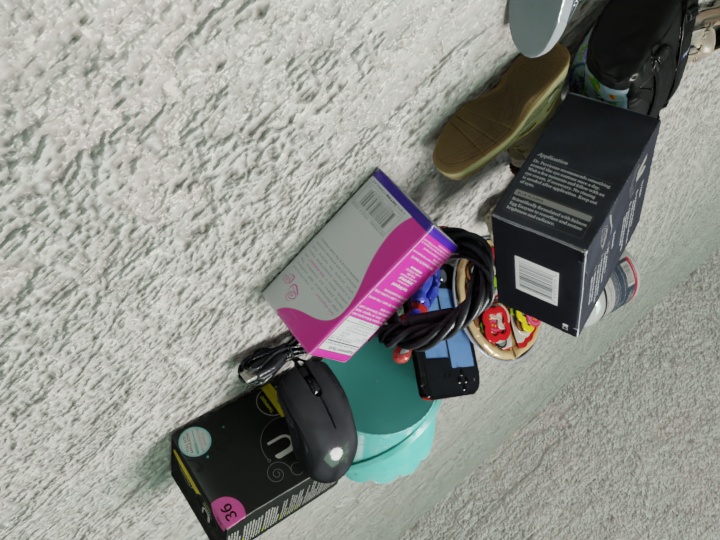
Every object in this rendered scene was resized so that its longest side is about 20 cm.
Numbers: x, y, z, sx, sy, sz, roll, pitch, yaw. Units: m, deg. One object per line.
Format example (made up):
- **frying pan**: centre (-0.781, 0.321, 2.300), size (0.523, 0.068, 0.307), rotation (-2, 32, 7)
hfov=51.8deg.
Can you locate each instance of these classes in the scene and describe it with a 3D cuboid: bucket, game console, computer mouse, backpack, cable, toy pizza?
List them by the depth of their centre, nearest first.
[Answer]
- **cable**: centre (0.078, 0.023, 0.902), size (0.051, 0.199, 0.164), rotation (44, 66, -34)
- **backpack**: centre (0.330, -0.247, 0.911), size (0.164, 0.153, 0.200), rotation (-57, 143, -6)
- **computer mouse**: centre (-0.060, 0.178, 0.953), size (0.138, 0.201, 0.053), rotation (-25, -178, -36)
- **game console**: centre (0.116, 0.084, 1.076), size (0.031, 0.201, 0.177), rotation (-16, 167, 27)
- **bucket**: centre (0.024, 0.199, 1.111), size (0.207, 0.207, 0.135), rotation (-30, 148, -23)
- **toy pizza**: centre (0.222, 0.043, 1.155), size (0.200, 0.201, 0.032), rotation (-19, 178, -39)

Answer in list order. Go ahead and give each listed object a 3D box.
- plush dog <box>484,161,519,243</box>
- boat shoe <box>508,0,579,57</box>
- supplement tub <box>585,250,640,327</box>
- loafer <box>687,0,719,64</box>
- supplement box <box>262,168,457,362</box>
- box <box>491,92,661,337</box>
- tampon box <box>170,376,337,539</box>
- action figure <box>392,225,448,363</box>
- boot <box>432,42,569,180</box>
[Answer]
- **plush dog**: centre (0.294, -0.118, 1.077), size (0.199, 0.160, 0.173), rotation (-25, 124, -35)
- **boat shoe**: centre (0.211, -0.302, 0.716), size (0.091, 0.071, 0.201), rotation (-25, 148, -24)
- **supplement tub**: centre (0.477, 0.035, 1.555), size (0.199, 0.140, 0.141), rotation (-23, 149, -34)
- **loafer**: centre (0.506, -0.343, 1.082), size (0.199, 0.063, 0.072), rotation (-30, 152, -23)
- **supplement box**: centre (0.000, 0.000, 0.864), size (0.200, 0.101, 0.103), rotation (-45, 154, 8)
- **box**: centre (0.254, -0.063, 0.886), size (0.200, 0.117, 0.197), rotation (-54, 153, -21)
- **tampon box**: centre (-0.140, 0.265, 1.028), size (0.199, 0.150, 0.127), rotation (-26, 152, -30)
- **action figure**: centre (0.104, 0.037, 0.970), size (0.065, 0.099, 0.201), rotation (54, 53, -44)
- **boot**: centre (0.177, -0.159, 0.895), size (0.200, 0.073, 0.156), rotation (-47, 153, -7)
